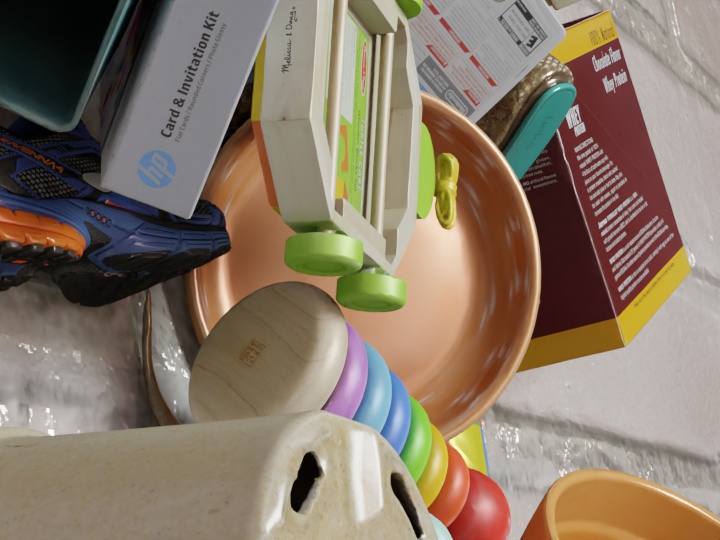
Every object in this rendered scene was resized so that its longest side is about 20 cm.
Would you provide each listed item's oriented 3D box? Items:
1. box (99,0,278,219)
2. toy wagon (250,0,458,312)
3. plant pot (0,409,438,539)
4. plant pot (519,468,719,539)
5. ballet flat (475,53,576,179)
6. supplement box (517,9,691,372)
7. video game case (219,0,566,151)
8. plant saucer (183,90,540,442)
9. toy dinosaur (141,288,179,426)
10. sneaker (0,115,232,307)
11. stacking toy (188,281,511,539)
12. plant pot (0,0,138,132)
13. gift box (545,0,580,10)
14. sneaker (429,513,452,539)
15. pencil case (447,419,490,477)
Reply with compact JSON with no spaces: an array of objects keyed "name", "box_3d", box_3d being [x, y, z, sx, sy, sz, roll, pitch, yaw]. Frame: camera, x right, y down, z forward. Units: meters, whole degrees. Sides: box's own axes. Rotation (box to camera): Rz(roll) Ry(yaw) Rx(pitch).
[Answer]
[{"name":"box","box_3d":[-0.066,-0.124,0.692,0.041,0.157,0.200,20,14,-14]},{"name":"toy wagon","box_3d":[0.003,-0.061,0.739,0.200,0.039,0.156,41,50,-67]},{"name":"plant pot","box_3d":[-0.074,0.134,0.594,0.200,0.183,0.201,38,44,-49]},{"name":"plant pot","box_3d":[0.152,0.228,0.905,0.199,0.140,0.200,27,24,-13]},{"name":"ballet flat","box_3d":[0.059,-0.055,1.001,0.065,0.200,0.070,45,25,27]},{"name":"supplement box","box_3d":[0.116,-0.054,1.118,0.197,0.132,0.201,-32,105,-62]},{"name":"video game case","box_3d":[0.008,-0.105,0.892,0.143,0.200,0.018,43,4,-46]},{"name":"plant saucer","box_3d":[0.000,0.000,0.865,0.199,0.037,0.201,1,86,-21]},{"name":"toy dinosaur","box_3d":[-0.061,0.117,0.793,0.200,0.060,0.106,45,26,-24]},{"name":"sneaker","box_3d":[-0.123,-0.033,0.715,0.200,0.075,0.079,10,64,-63]},{"name":"stacking toy","box_3d":[0.007,0.089,0.798,0.200,0.085,0.086,43,40,-40]},{"name":"plant pot","box_3d":[-0.131,-0.178,0.663,0.141,0.142,0.200,26,26,-6]},{"name":"gift box","box_3d":[0.054,-0.262,1.032,0.200,0.186,0.185,56,25,-36]},{"name":"sneaker","box_3d":[0.000,0.193,0.770,0.201,0.077,0.140,-64,165,10]},{"name":"pencil case","box_3d":[0.028,0.091,0.927,0.088,0.088,0.201,26,52,-56]}]
